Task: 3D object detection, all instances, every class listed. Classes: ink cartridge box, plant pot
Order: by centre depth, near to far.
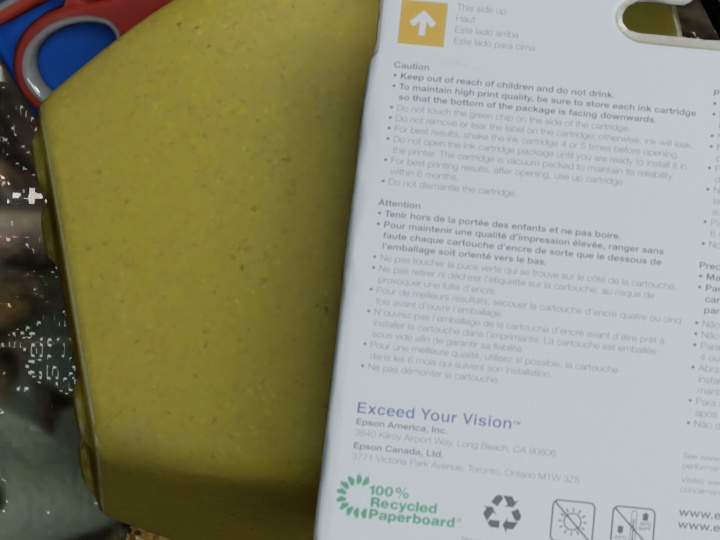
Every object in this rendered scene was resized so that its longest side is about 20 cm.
[{"bbox_3d":[0.094,0.004,0.829,0.196,0.043,0.200,6,74,4],"label":"ink cartridge box"},{"bbox_3d":[0.000,0.000,0.944,0.200,0.196,0.195,-9,76,-8],"label":"plant pot"}]

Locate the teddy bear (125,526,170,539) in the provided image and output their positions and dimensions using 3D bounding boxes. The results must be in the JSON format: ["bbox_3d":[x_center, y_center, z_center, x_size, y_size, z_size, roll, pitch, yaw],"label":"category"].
[{"bbox_3d":[-0.035,0.146,1.009,0.200,0.067,0.145,2,86,-14],"label":"teddy bear"}]

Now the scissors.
[{"bbox_3d":[-0.045,-0.110,0.978,0.200,0.014,0.073,-19,98,21],"label":"scissors"}]

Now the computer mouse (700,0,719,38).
[{"bbox_3d":[0.107,-0.166,0.910,0.140,0.046,0.200,51,44,-23],"label":"computer mouse"}]

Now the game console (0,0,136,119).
[{"bbox_3d":[-0.068,-0.171,1.032,0.171,0.118,0.200,-37,99,-42],"label":"game console"}]
